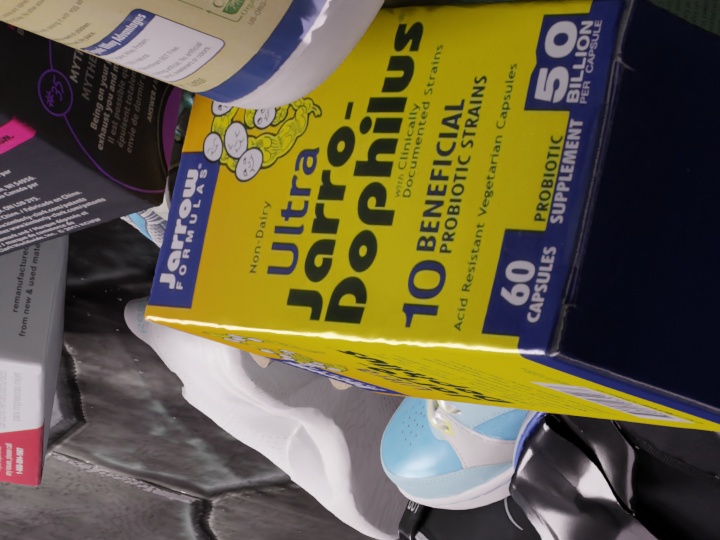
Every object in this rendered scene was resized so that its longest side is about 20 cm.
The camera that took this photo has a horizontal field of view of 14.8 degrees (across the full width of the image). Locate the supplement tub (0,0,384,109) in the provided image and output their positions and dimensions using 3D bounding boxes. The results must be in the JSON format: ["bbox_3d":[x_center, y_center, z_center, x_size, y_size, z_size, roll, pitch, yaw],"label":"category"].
[{"bbox_3d":[-0.089,-0.144,0.824,0.199,0.145,0.144,19,151,-24],"label":"supplement tub"}]

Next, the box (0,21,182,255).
[{"bbox_3d":[-0.161,-0.102,0.947,0.106,0.123,0.200,-15,146,37],"label":"box"}]

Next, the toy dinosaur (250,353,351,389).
[{"bbox_3d":[0.000,0.000,1.140,0.058,0.101,0.200,27,151,16],"label":"toy dinosaur"}]

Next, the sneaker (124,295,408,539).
[{"bbox_3d":[-0.038,0.060,1.314,0.088,0.076,0.200,4,150,34],"label":"sneaker"}]

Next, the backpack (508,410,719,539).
[{"bbox_3d":[0.156,0.054,0.978,0.190,0.155,0.200,23,139,-14],"label":"backpack"}]

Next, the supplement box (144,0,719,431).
[{"bbox_3d":[0.040,-0.018,0.887,0.109,0.110,0.199,19,170,-39],"label":"supplement box"}]

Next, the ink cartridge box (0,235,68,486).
[{"bbox_3d":[-0.236,0.023,1.254,0.199,0.083,0.146,8,154,-3],"label":"ink cartridge box"}]

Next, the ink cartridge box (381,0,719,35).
[{"bbox_3d":[0.078,-0.074,0.978,0.199,0.044,0.196,14,172,-17],"label":"ink cartridge box"}]

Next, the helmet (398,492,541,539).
[{"bbox_3d":[0.134,0.117,1.234,0.190,0.200,0.200,-38,151,-8],"label":"helmet"}]

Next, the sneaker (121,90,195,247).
[{"bbox_3d":[-0.071,-0.045,1.117,0.086,0.078,0.200,27,167,21],"label":"sneaker"}]

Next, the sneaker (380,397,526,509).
[{"bbox_3d":[0.039,0.024,1.109,0.130,0.080,0.200,15,138,-33],"label":"sneaker"}]
